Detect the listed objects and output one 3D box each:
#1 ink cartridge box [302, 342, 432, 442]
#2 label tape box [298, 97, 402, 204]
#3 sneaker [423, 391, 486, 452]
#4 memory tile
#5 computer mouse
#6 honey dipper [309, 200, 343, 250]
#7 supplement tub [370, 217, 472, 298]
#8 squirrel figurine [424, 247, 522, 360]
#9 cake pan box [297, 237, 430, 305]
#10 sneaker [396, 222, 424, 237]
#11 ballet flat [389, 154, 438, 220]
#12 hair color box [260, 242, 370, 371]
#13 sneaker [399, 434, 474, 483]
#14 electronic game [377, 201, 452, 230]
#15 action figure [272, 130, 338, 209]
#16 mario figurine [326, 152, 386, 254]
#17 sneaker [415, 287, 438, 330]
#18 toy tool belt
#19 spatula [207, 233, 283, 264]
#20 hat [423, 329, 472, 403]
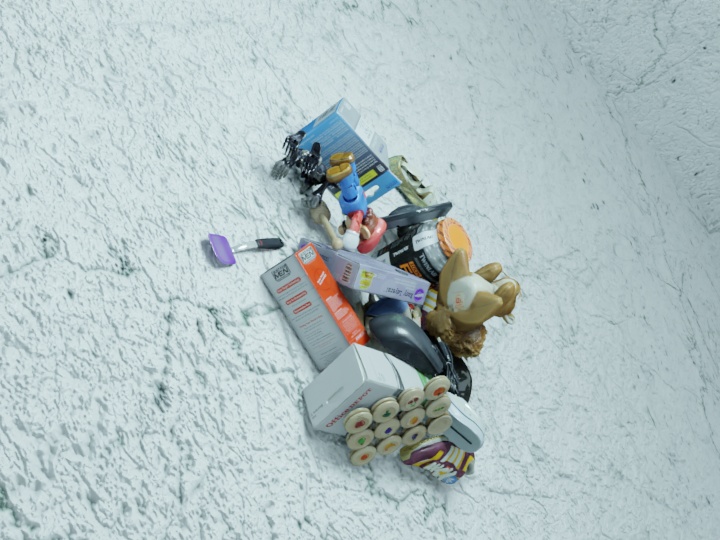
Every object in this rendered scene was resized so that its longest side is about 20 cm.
[{"bbox_3d":[0.020,0.217,1.546,0.198,0.146,0.085,23,33,-43],"label":"ink cartridge box"},{"bbox_3d":[-0.024,-0.230,1.819,0.200,0.142,0.067,44,38,-23],"label":"label tape box"},{"bbox_3d":[0.151,0.252,1.656,0.200,0.073,0.071,45,26,1],"label":"sneaker"},{"bbox_3d":[0.067,0.260,1.530,0.155,0.197,0.017,84,-20,-46],"label":"memory tile"},{"bbox_3d":[0.103,0.128,1.590,0.198,0.053,0.139,32,22,-25],"label":"computer mouse"},{"bbox_3d":[-0.063,-0.084,1.677,0.038,0.038,0.200,42,9,-25],"label":"honey dipper"},{"bbox_3d":[0.121,-0.020,1.811,0.122,0.199,0.124,31,44,-35],"label":"supplement tub"},{"bbox_3d":[0.226,0.073,1.761,0.142,0.201,0.185,47,23,28],"label":"squirrel figurine"},{"bbox_3d":[0.000,0.000,1.657,0.183,0.199,0.053,17,95,-42],"label":"cake pan box"},{"bbox_3d":[0.156,-0.058,1.998,0.198,0.073,0.081,20,53,-44],"label":"sneaker"},{"bbox_3d":[0.132,-0.189,2.065,0.200,0.070,0.071,45,37,-23],"label":"ballet flat"},{"bbox_3d":[-0.079,0.065,1.574,0.202,0.101,0.061,58,38,-5],"label":"hair color box"},{"bbox_3d":[0.153,0.358,1.682,0.198,0.074,0.092,-1,73,-47],"label":"sneaker"},{"bbox_3d":[0.094,-0.114,1.846,0.199,0.197,0.042,-17,95,-55],"label":"electronic game"},{"bbox_3d":[-0.109,-0.188,1.719,0.118,0.103,0.200,37,-10,12],"label":"action figure"},{"bbox_3d":[-0.027,-0.116,1.710,0.123,0.105,0.202,-42,127,-31],"label":"mario figurine"},{"bbox_3d":[0.168,0.078,1.899,0.074,0.089,0.203,21,50,-43],"label":"sneaker"},{"bbox_3d":[0.053,0.084,1.719,0.124,0.124,0.200,63,33,-12],"label":"toy tool belt"},{"bbox_3d":[-0.195,-0.042,1.570,0.199,0.020,0.057,-10,73,-55],"label":"spatula"},{"bbox_3d":[0.128,0.223,1.755,0.198,0.081,0.204,22,54,-32],"label":"hat"}]
